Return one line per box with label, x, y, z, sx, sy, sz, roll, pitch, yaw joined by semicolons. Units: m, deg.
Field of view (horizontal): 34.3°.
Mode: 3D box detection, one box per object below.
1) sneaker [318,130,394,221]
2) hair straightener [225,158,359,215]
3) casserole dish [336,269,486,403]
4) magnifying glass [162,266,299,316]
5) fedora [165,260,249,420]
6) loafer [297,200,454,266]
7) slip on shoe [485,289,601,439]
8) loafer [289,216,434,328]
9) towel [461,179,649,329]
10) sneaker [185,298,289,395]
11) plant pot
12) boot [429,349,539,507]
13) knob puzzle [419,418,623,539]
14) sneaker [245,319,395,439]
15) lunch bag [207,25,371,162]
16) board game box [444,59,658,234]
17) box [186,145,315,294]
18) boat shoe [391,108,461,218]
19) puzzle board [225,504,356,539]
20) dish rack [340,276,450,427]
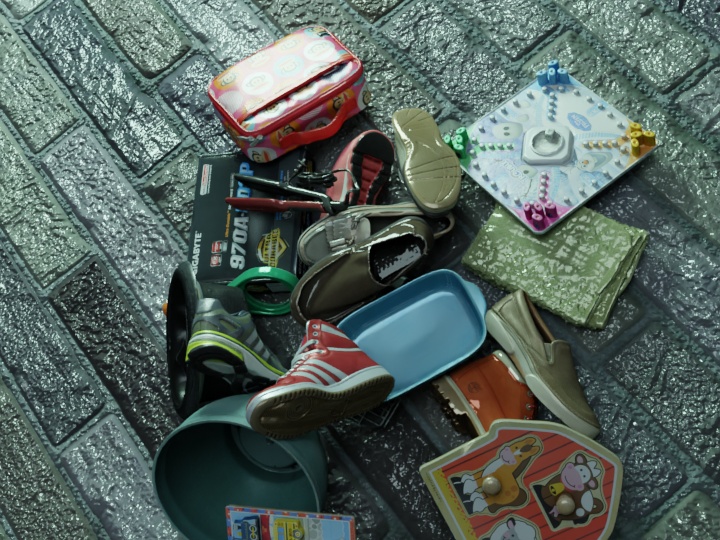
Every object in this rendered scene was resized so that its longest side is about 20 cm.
sneaker;-0.016;-0.086;1.531;0.200;0.074;0.087;-68;21;-2
hair straightener;-0.083;-0.112;1.491;0.200;0.041;0.077;4;71;36
casserole dish;0.060;0.082;1.377;0.200;0.039;0.121;-29;62;5
magnifying glass;-0.168;0.036;1.515;0.200;0.080;0.022;-13;45;22
fedora;-0.186;0.088;1.460;0.092;0.201;0.201;-1;61;-20
loafer;0.021;-0.048;1.459;0.200;0.063;0.072;-14;100;-10
slip on shoe;0.220;0.106;1.355;0.061;0.076;0.200;-45;54;13
loafer;0.000;0.000;1.399;0.200;0.071;0.073;-36;96;1
towel;0.237;-0.021;1.431;0.200;0.036;0.148;26;77;25
sneaker;-0.134;0.093;1.372;0.074;0.200;0.081;-10;63;19
plant pot;-0.122;0.224;1.352;0.200;0.200;0.134;1;25;17
boot;0.177;0.183;1.339;0.107;0.075;0.200;-29;66;-12
knob puzzle;0.191;0.251;1.261;0.219;0.030;0.220;1;100;5
sneaker;-0.067;0.117;1.296;0.112;0.200;0.071;45;125;32
lunch bag;-0.091;-0.233;1.581;0.200;0.082;0.176;-32;50;-11
board game box;0.236;-0.163;1.474;0.200;0.026;0.200;-36;54;-11
box;-0.147;-0.065;1.563;0.159;0.046;0.200;-3;65;15
boat shoe;0.083;-0.129;1.490;0.072;0.065;0.200;-11;45;-8
puzzle board;-0.074;0.360;1.296;0.151;0.017;0.200;1;105;18
dish rack;0.019;0.094;1.437;0.153;0.055;0.200;26;78;27
